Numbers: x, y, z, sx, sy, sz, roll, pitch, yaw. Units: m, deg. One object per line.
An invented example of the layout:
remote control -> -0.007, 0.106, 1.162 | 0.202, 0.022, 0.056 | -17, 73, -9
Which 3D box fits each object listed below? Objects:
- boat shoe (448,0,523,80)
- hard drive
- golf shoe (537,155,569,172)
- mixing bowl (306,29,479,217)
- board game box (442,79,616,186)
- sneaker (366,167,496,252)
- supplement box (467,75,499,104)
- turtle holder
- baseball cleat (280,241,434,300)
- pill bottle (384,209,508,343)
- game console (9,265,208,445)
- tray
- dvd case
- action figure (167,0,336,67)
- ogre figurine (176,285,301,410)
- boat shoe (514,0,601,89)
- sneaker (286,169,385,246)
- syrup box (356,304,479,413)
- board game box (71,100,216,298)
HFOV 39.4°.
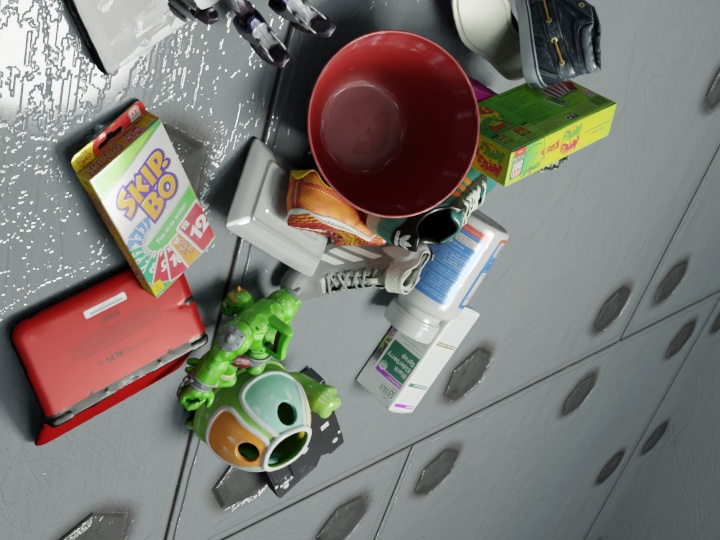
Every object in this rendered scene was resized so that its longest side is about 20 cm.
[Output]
boat shoe -> 0.158, -0.305, 1.233 | 0.075, 0.062, 0.200 | -41, 145, 19
hard drive -> -0.099, 0.246, 1.508 | 0.140, 0.038, 0.200 | -40, 148, -18
golf shoe -> 0.197, -0.178, 1.316 | 0.077, 0.200, 0.088 | 30, 78, -34
mixing bowl -> 0.020, -0.160, 1.125 | 0.200, 0.108, 0.201 | -2, 96, -21
board game box -> 0.202, -0.172, 1.199 | 0.200, 0.102, 0.048 | -27, 138, -35
sneaker -> 0.105, -0.073, 1.196 | 0.200, 0.080, 0.072 | -28, 141, -32
supplement box -> 0.082, -0.153, 1.261 | 0.103, 0.101, 0.200 | 5, 118, -54
turtle holder -> -0.125, 0.195, 1.328 | 0.141, 0.132, 0.185 | -57, 149, 8
baseball cleat -> 0.000, 0.000, 1.283 | 0.200, 0.106, 0.070 | -26, 137, -17
pill bottle -> 0.118, 0.002, 1.463 | 0.112, 0.112, 0.200 | 13, 112, -57
game console -> -0.285, 0.087, 1.115 | 0.200, 0.119, 0.173 | -30, 112, -32
tray -> -0.082, -0.067, 1.175 | 0.200, 0.022, 0.108 | 33, 70, -59
dvd case -> -0.169, -0.280, 0.871 | 0.200, 0.025, 0.150 | -41, 148, -19
action figure -> -0.106, -0.261, 0.885 | 0.130, 0.069, 0.200 | -44, 146, 6
ogre figurine -> -0.134, 0.083, 1.220 | 0.200, 0.098, 0.120 | -11, 146, -41
boat shoe -> 0.235, -0.323, 1.202 | 0.071, 0.091, 0.201 | -6, 89, -63
sneaker -> -0.019, -0.071, 1.193 | 0.200, 0.073, 0.077 | 27, 65, -63
syrup box -> 0.090, 0.121, 1.583 | 0.200, 0.079, 0.081 | -55, 149, 8
board game box -> -0.213, -0.068, 1.012 | 0.096, 0.030, 0.200 | -48, 143, -23
